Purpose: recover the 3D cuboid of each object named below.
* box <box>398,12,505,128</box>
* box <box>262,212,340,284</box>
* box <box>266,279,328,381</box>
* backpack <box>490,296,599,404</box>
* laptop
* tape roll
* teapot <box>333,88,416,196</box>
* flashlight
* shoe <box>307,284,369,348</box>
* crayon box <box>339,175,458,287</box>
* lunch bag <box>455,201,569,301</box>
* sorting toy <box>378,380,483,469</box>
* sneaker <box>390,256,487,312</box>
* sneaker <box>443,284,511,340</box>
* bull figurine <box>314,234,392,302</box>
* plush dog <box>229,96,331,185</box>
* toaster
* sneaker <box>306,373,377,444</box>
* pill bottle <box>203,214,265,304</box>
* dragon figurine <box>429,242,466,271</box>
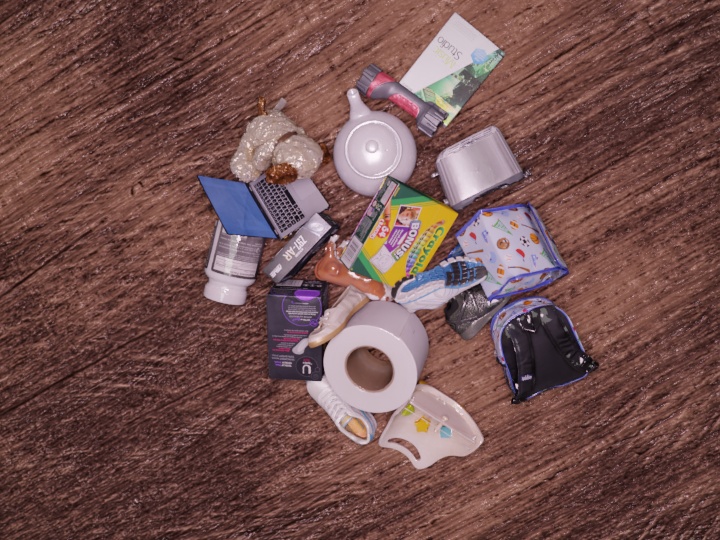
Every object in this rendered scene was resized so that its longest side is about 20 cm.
[{"bbox_3d":[0.196,-0.435,1.225,0.144,0.036,0.200,39,97,1],"label":"box"},{"bbox_3d":[-0.120,-0.050,1.193,0.044,0.200,0.160,44,95,0],"label":"box"},{"bbox_3d":[-0.136,0.130,1.236,0.122,0.106,0.200,3,108,4],"label":"box"},{"bbox_3d":[0.372,0.153,1.194,0.200,0.154,0.191,-23,110,-2],"label":"backpack"},{"bbox_3d":[-0.205,-0.167,1.186,0.200,0.116,0.187,-34,59,0],"label":"laptop"},{"bbox_3d":[0.037,0.182,1.203,0.202,0.139,0.203,5,109,15],"label":"tape roll"},{"bbox_3d":[0.030,-0.248,1.195,0.200,0.146,0.198,25,96,1],"label":"teapot"},{"bbox_3d":[0.086,-0.360,1.203,0.200,0.068,0.068,38,53,4],"label":"flashlight"},{"bbox_3d":[-0.053,0.093,1.165,0.070,0.200,0.053,-28,99,40],"label":"shoe"},{"bbox_3d":[0.080,-0.070,1.154,0.172,0.058,0.200,20,108,-35],"label":"crayon box"},{"bbox_3d":[0.331,-0.047,1.167,0.200,0.124,0.170,-9,67,-32],"label":"lunch bag"},{"bbox_3d":[0.137,0.362,1.263,0.200,0.107,0.180,34,109,-10],"label":"sorting toy"},{"bbox_3d":[0.169,0.036,1.156,0.200,0.075,0.087,-18,135,23],"label":"sneaker"},{"bbox_3d":[0.259,0.048,1.235,0.114,0.076,0.199,41,101,-7],"label":"sneaker"},{"bbox_3d":[0.000,0.000,1.257,0.200,0.065,0.122,17,89,-3],"label":"bull figurine"},{"bbox_3d":[-0.152,-0.254,1.158,0.172,0.161,0.200,39,53,20],"label":"plush dog"},{"bbox_3d":[0.254,-0.219,1.199,0.200,0.114,0.129,-26,90,7],"label":"toaster"},{"bbox_3d":[-0.043,0.311,1.275,0.200,0.081,0.077,41,97,1],"label":"sneaker"},{"bbox_3d":[-0.280,-0.032,1.248,0.116,0.116,0.200,15,96,3],"label":"pill bottle"},{"bbox_3d":[0.219,-0.026,1.221,0.200,0.099,0.059,-40,91,6],"label":"dragon figurine"}]
